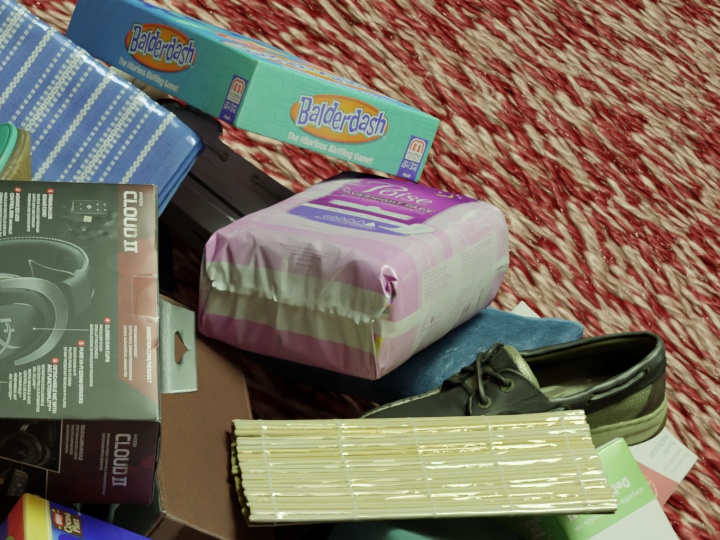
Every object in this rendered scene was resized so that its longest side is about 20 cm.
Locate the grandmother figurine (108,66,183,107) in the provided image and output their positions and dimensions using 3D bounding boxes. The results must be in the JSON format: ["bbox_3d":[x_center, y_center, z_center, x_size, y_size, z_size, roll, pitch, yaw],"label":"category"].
[{"bbox_3d":[-0.107,-0.071,1.628,0.200,0.060,0.122,45,-18,29],"label":"grandmother figurine"}]

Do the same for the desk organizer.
[{"bbox_3d":[-0.104,0.099,1.346,0.077,0.072,0.201,26,28,-27],"label":"desk organizer"}]

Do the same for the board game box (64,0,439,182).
[{"bbox_3d":[-0.069,-0.118,1.546,0.151,0.045,0.199,15,9,-42],"label":"board game box"}]

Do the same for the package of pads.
[{"bbox_3d":[0.000,0.000,1.445,0.120,0.076,0.200,15,17,19],"label":"package of pads"}]

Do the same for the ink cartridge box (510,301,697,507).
[{"bbox_3d":[0.114,0.096,1.629,0.200,0.068,0.116,41,26,6],"label":"ink cartridge box"}]

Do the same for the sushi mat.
[{"bbox_3d":[0.031,0.103,1.311,0.198,0.012,0.096,-1,31,-11],"label":"sushi mat"}]

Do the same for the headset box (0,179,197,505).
[{"bbox_3d":[-0.179,0.033,1.223,0.198,0.078,0.150,2,52,-9],"label":"headset box"}]

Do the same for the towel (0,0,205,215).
[{"bbox_3d":[-0.206,-0.075,1.441,0.199,0.145,0.024,36,-13,-2],"label":"towel"}]

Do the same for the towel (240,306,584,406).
[{"bbox_3d":[0.033,0.047,1.529,0.199,0.049,0.112,18,32,22],"label":"towel"}]

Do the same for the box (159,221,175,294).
[{"bbox_3d":[-0.196,-0.066,1.545,0.199,0.032,0.122,26,28,-25],"label":"box"}]

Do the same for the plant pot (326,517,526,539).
[{"bbox_3d":[0.055,0.216,1.290,0.141,0.142,0.200,12,27,-42],"label":"plant pot"}]

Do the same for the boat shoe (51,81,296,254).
[{"bbox_3d":[-0.111,-0.068,1.521,0.200,0.067,0.073,41,-20,-19],"label":"boat shoe"}]

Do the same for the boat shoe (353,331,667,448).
[{"bbox_3d":[0.083,0.071,1.408,0.198,0.065,0.073,-11,32,-22],"label":"boat shoe"}]

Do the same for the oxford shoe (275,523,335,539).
[{"bbox_3d":[0.011,0.143,1.428,0.199,0.073,0.085,-5,49,-38],"label":"oxford shoe"}]

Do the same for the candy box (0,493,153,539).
[{"bbox_3d":[-0.087,0.212,1.174,0.199,0.077,0.170,23,30,-25],"label":"candy box"}]

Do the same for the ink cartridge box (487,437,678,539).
[{"bbox_3d":[0.143,0.207,1.380,0.067,0.117,0.201,-26,84,-30],"label":"ink cartridge box"}]

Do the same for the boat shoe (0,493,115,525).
[{"bbox_3d":[-0.156,0.076,1.293,0.074,0.062,0.201,34,32,-31],"label":"boat shoe"}]

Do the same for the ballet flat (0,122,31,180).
[{"bbox_3d":[-0.216,0.000,1.360,0.073,0.067,0.201,52,32,-21],"label":"ballet flat"}]
